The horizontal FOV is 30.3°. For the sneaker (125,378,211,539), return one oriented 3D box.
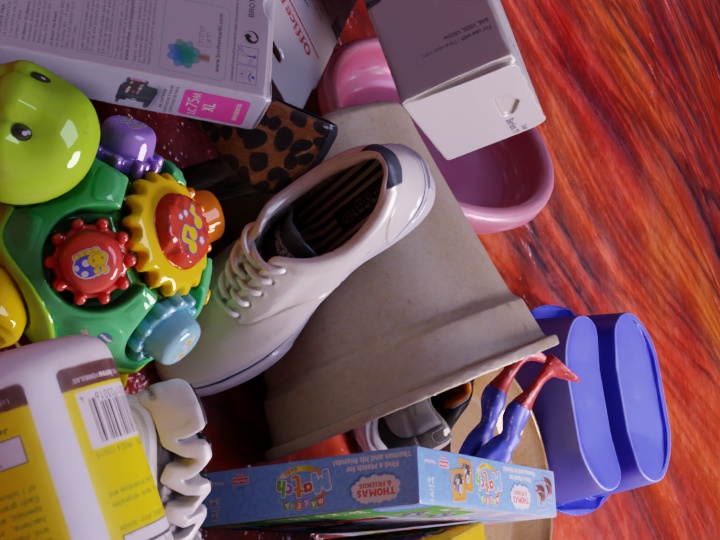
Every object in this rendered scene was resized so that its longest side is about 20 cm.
[{"bbox_3d":[-0.117,0.157,0.684,0.081,0.075,0.201,-6,100,-20],"label":"sneaker"}]

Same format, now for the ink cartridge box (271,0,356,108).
[{"bbox_3d":[-0.067,-0.194,0.910,0.116,0.068,0.200,60,32,-31],"label":"ink cartridge box"}]

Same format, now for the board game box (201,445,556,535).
[{"bbox_3d":[0.017,0.143,0.840,0.200,0.151,0.037,20,63,-58],"label":"board game box"}]

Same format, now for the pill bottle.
[{"bbox_3d":[-0.134,0.137,0.584,0.109,0.109,0.201,-11,81,-62],"label":"pill bottle"}]

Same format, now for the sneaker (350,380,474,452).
[{"bbox_3d":[0.057,0.074,1.023,0.074,0.079,0.201,58,32,-28],"label":"sneaker"}]

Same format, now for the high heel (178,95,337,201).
[{"bbox_3d":[-0.090,-0.137,0.764,0.071,0.142,0.201,-20,96,-62],"label":"high heel"}]

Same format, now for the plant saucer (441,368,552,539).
[{"bbox_3d":[0.107,0.178,1.116,0.200,0.035,0.201,33,51,-52],"label":"plant saucer"}]

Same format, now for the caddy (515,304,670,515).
[{"bbox_3d":[0.206,0.128,1.255,0.141,0.105,0.201,-1,79,-39],"label":"caddy"}]

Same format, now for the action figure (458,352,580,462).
[{"bbox_3d":[0.099,0.160,0.988,0.099,0.065,0.200,40,86,-30],"label":"action figure"}]

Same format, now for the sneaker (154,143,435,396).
[{"bbox_3d":[-0.049,-0.005,0.747,0.073,0.200,0.071,51,12,21],"label":"sneaker"}]

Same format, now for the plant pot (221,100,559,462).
[{"bbox_3d":[0.000,0.000,0.853,0.200,0.200,0.184,-12,79,-62],"label":"plant pot"}]

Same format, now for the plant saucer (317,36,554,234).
[{"bbox_3d":[0.053,-0.098,1.031,0.200,0.051,0.201,20,40,-18],"label":"plant saucer"}]

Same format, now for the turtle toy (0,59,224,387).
[{"bbox_3d":[-0.139,-0.024,0.672,0.200,0.101,0.146,48,40,-43],"label":"turtle toy"}]

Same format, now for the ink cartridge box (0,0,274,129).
[{"bbox_3d":[-0.144,-0.150,0.701,0.199,0.042,0.120,10,63,-17],"label":"ink cartridge box"}]

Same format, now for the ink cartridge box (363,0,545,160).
[{"bbox_3d":[0.050,-0.195,0.933,0.147,0.083,0.201,35,34,-70],"label":"ink cartridge box"}]

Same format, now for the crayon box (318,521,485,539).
[{"bbox_3d":[-0.002,0.197,0.812,0.200,0.126,0.051,-6,84,-63],"label":"crayon box"}]
